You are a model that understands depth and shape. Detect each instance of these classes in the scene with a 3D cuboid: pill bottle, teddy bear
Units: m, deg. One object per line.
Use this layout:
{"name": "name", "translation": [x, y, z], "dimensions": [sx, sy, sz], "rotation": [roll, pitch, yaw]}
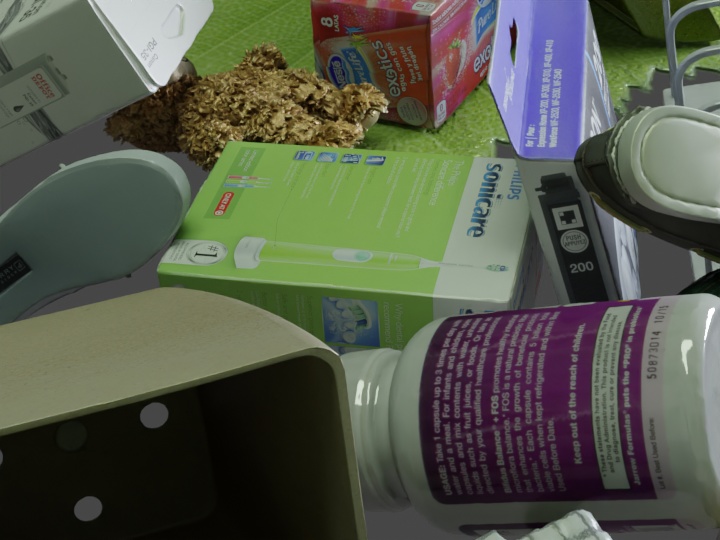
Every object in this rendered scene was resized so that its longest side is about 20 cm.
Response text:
{"name": "pill bottle", "translation": [0.084, 0.073, 0.798], "dimensions": [0.200, 0.112, 0.112], "rotation": [-6, 31, 26]}
{"name": "teddy bear", "translation": [-0.080, -0.115, 1.141], "dimensions": [0.200, 0.067, 0.145], "rotation": [23, 51, 32]}

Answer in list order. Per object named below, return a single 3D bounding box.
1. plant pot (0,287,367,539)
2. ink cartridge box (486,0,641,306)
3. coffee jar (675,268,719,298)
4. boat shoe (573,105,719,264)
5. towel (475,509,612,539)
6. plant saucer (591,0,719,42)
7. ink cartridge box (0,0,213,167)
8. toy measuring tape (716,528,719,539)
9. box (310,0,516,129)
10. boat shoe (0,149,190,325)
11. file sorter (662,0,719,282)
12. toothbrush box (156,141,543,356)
{"name": "plant pot", "translation": [-0.116, 0.112, 0.730], "dimensions": [0.200, 0.200, 0.177], "rotation": [-14, 23, -14]}
{"name": "ink cartridge box", "translation": [0.123, -0.074, 0.951], "dimensions": [0.043, 0.200, 0.198], "rotation": [-12, 32, 16]}
{"name": "coffee jar", "translation": [0.253, 0.069, 0.826], "dimensions": [0.200, 0.085, 0.104], "rotation": [22, 27, 33]}
{"name": "boat shoe", "translation": [0.205, -0.036, 0.859], "dimensions": [0.202, 0.072, 0.060], "rotation": [17, -11, -27]}
{"name": "towel", "translation": [0.043, 0.200, 0.626], "dimensions": [0.200, 0.086, 0.166], "rotation": [-22, 58, -23]}
{"name": "plant saucer", "translation": [0.175, -0.267, 1.269], "dimensions": [0.048, 0.200, 0.200], "rotation": [-41, 40, 0]}
{"name": "ink cartridge box", "translation": [-0.219, -0.151, 1.135], "dimensions": [0.200, 0.083, 0.147], "rotation": [-22, 26, 25]}
{"name": "toy measuring tape", "translation": [0.192, 0.157, 0.735], "dimensions": [0.074, 0.074, 0.200], "rotation": [6, 21, 14]}
{"name": "box", "translation": [0.052, -0.198, 1.233], "dimensions": [0.100, 0.096, 0.200], "rotation": [13, 38, 25]}
{"name": "boat shoe", "translation": [-0.175, -0.018, 0.969], "dimensions": [0.202, 0.075, 0.086], "rotation": [-33, 12, 24]}
{"name": "file sorter", "translation": [0.258, -0.092, 0.977], "dimensions": [0.139, 0.125, 0.200], "rotation": [-8, 45, 9]}
{"name": "toothbrush box", "translation": [0.000, 0.000, 0.957], "dimensions": [0.200, 0.086, 0.146], "rotation": [3, 36, 12]}
